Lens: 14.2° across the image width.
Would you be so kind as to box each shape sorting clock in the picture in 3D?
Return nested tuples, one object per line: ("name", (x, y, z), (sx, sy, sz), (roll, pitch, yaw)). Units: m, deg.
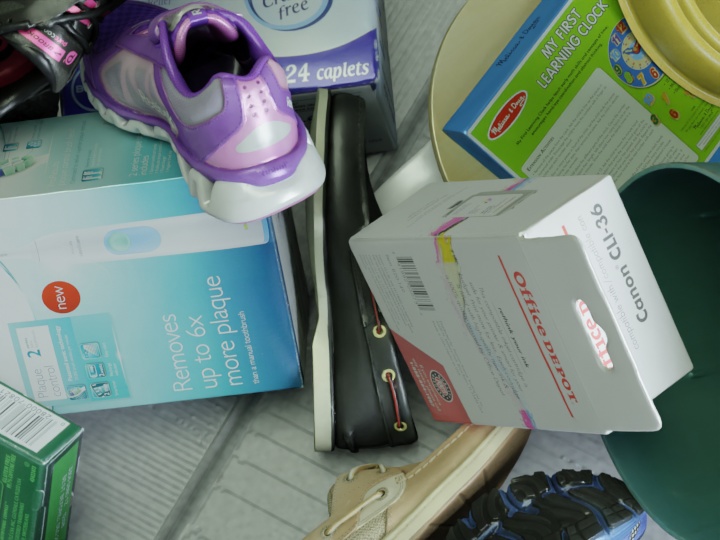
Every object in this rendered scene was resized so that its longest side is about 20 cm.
("shape sorting clock", (0.132, -0.081, 1.595), (0.200, 0.039, 0.200), (4, 78, -19))

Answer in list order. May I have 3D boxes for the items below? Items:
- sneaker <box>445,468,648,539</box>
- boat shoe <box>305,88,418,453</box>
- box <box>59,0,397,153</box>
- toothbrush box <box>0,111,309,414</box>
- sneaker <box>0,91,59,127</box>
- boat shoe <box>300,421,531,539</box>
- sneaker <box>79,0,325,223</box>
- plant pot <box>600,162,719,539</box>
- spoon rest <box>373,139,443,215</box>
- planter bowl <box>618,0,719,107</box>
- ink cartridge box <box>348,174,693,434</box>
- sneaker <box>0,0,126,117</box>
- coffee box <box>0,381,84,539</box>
("sneaker", (0.070, 0.179, 1.536), (0.200, 0.078, 0.075), (-35, 40, -3))
("boat shoe", (0.000, 0.000, 1.585), (0.063, 0.074, 0.202), (-3, 97, 0))
("box", (-0.080, -0.166, 1.665), (0.184, 0.105, 0.200), (-8, 69, 5))
("toothbrush box", (-0.137, -0.006, 1.584), (0.200, 0.147, 0.085), (-5, 33, 6))
("sneaker", (-0.252, -0.102, 1.646), (0.200, 0.076, 0.088), (-17, 59, 36))
("boat shoe", (0.008, 0.134, 1.561), (0.200, 0.071, 0.065), (-43, 71, -7))
("sneaker", (-0.088, -0.107, 1.509), (0.080, 0.089, 0.200), (-27, 38, -18))
("plant pot", (0.236, 0.035, 1.501), (0.161, 0.201, 0.201), (-8, 65, -29))
("spoon rest", (0.079, -0.068, 1.630), (0.200, 0.061, 0.099), (-36, 70, -5))
("planter bowl", (0.240, -0.181, 1.558), (0.200, 0.083, 0.201), (-1, 95, -11))
("ink cartridge box", (0.092, 0.017, 1.479), (0.067, 0.200, 0.117), (-34, 108, -27))
("sneaker", (-0.150, -0.138, 1.502), (0.200, 0.077, 0.084), (-42, 39, 25))
("coffee box", (-0.249, 0.093, 1.588), (0.200, 0.123, 0.044), (26, 41, 17))
